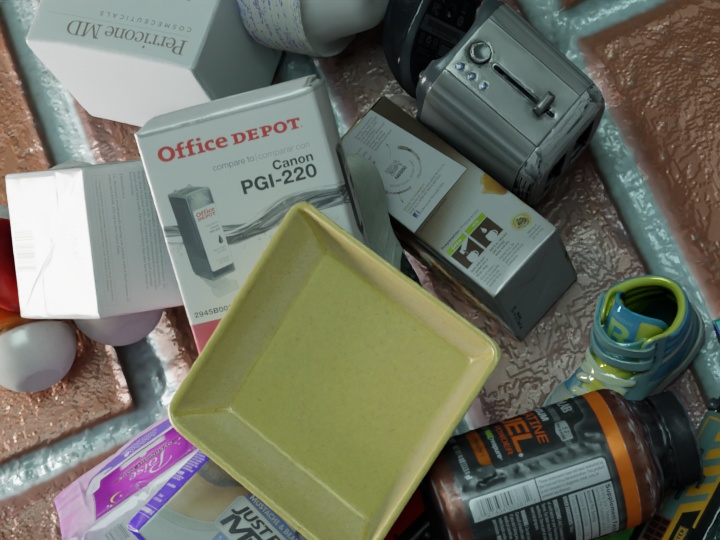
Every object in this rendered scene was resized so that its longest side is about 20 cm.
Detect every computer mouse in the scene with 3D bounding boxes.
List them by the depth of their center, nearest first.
[{"bbox_3d":[0.070,-0.249,1.783,0.053,0.138,0.200,22,88,36],"label":"computer mouse"}]

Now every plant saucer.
[{"bbox_3d":[-0.015,0.084,1.481,0.200,0.048,0.200,37,102,22],"label":"plant saucer"}]

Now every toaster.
[{"bbox_3d":[0.123,-0.132,1.686,0.129,0.200,0.114,41,82,7],"label":"toaster"}]

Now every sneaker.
[{"bbox_3d":[0.191,0.082,1.598,0.080,0.131,0.200,34,81,23],"label":"sneaker"},{"bbox_3d":[0.000,0.000,1.642,0.072,0.072,0.200,-1,107,49],"label":"sneaker"}]

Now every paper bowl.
[{"bbox_3d":[-0.023,-0.286,1.766,0.104,0.201,0.201,11,72,19],"label":"paper bowl"}]

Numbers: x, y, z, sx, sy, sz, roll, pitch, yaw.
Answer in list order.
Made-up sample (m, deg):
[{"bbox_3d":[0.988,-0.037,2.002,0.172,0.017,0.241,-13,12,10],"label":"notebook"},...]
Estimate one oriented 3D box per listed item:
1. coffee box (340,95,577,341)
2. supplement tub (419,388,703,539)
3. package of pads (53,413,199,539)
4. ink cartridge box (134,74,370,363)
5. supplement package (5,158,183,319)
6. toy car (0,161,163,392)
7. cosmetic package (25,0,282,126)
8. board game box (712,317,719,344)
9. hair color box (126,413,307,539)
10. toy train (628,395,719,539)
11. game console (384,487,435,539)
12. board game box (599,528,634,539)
[{"bbox_3d":[0.075,-0.044,1.690,0.200,0.114,0.080,39,83,24],"label":"coffee box"},{"bbox_3d":[0.147,0.151,1.494,0.200,0.107,0.107,-18,64,-6],"label":"supplement tub"},{"bbox_3d":[-0.150,0.171,1.656,0.200,0.121,0.076,-35,108,-2],"label":"package of pads"},{"bbox_3d":[-0.074,-0.036,1.557,0.146,0.085,0.200,-14,98,7],"label":"ink cartridge box"},{"bbox_3d":[-0.170,-0.032,1.656,0.120,0.200,0.121,-2,95,50],"label":"supplement package"},{"bbox_3d":[-0.277,-0.009,1.747,0.200,0.150,0.175,-27,64,3],"label":"toy car"},{"bbox_3d":[-0.165,-0.242,1.805,0.167,0.166,0.200,12,73,19],"label":"cosmetic package"},{"bbox_3d":[0.400,0.071,1.595,0.200,0.045,0.152,-23,65,5],"label":"board game box"},{"bbox_3d":[-0.071,0.165,1.568,0.109,0.065,0.200,46,77,-9],"label":"hair color box"},{"bbox_3d":[0.278,0.179,1.528,0.114,0.085,0.200,23,82,37],"label":"toy train"},{"bbox_3d":[0.014,0.269,1.581,0.200,0.119,0.172,-43,33,-9],"label":"game console"},{"bbox_3d":[0.206,0.239,1.588,0.200,0.030,0.096,-21,64,2],"label":"board game box"}]
